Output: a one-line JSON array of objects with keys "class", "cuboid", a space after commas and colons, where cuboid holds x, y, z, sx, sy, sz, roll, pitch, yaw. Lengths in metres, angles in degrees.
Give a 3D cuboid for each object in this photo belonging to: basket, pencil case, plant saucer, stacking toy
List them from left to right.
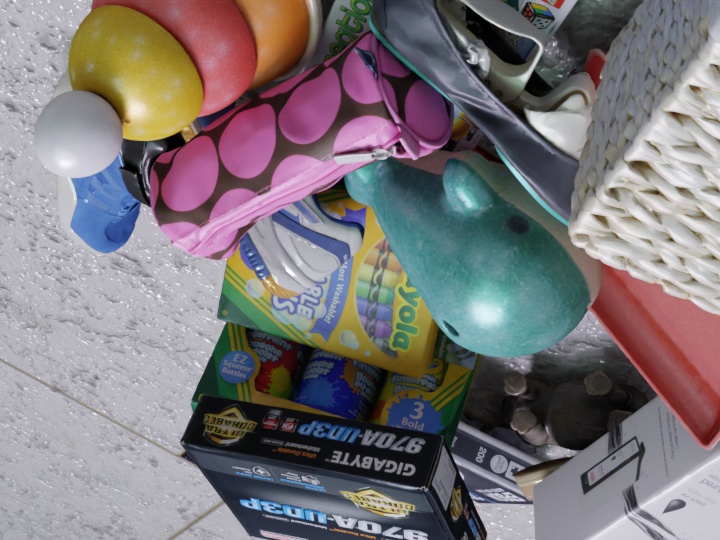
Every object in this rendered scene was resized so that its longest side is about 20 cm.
[{"class": "stacking toy", "cuboid": [-0.129, -0.129, 0.786, 0.146, 0.200, 0.146, 25, 144, 20]}, {"class": "pencil case", "cuboid": [-0.042, -0.071, 0.807, 0.200, 0.094, 0.091, -27, 141, 32]}, {"class": "plant saucer", "cuboid": [0.192, -0.013, 0.801, 0.200, 0.037, 0.200, 54, 157, 23]}, {"class": "basket", "cuboid": [0.226, -0.076, 0.629, 0.198, 0.200, 0.161, 27, 132, -5]}]

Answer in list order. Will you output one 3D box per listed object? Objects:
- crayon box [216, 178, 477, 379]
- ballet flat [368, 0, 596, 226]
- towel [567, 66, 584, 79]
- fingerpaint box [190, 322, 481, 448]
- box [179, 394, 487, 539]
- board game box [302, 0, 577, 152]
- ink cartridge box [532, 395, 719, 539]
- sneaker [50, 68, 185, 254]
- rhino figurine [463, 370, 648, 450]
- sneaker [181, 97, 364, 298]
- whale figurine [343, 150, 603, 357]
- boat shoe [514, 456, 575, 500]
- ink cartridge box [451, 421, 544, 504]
[{"class": "crayon box", "cuboid": [0.000, 0.000, 0.984, 0.199, 0.052, 0.126, 15, 109, 10]}, {"class": "ballet flat", "cuboid": [0.092, -0.103, 0.754, 0.200, 0.073, 0.073, 43, 143, -13]}, {"class": "towel", "cuboid": [0.239, -0.077, 0.807, 0.199, 0.030, 0.147, -2, 139, 33]}, {"class": "fingerpaint box", "cuboid": [-0.012, 0.079, 1.053, 0.199, 0.167, 0.073, 17, 149, 11]}, {"class": "box", "cuboid": [-0.017, 0.165, 0.981, 0.199, 0.046, 0.159, 7, 146, 23]}, {"class": "board game box", "cuboid": [0.044, -0.148, 0.817, 0.126, 0.035, 0.200, 26, 147, -4]}, {"class": "ink cartridge box", "cuboid": [0.241, 0.169, 0.945, 0.146, 0.085, 0.200, 24, 133, -21]}, {"class": "sneaker", "cuboid": [-0.175, -0.067, 1.025, 0.111, 0.077, 0.200, 25, 142, 14]}, {"class": "rhino figurine", "cuboid": [0.154, 0.120, 1.105, 0.199, 0.060, 0.087, -1, 164, 34]}, {"class": "sneaker", "cuboid": [-0.069, -0.084, 0.926, 0.200, 0.088, 0.075, 61, -176, -3]}, {"class": "whale figurine", "cuboid": [0.058, -0.019, 0.853, 0.200, 0.104, 0.159, 33, 160, 16]}, {"class": "boat shoe", "cuboid": [0.220, 0.181, 1.066, 0.199, 0.065, 0.071, 1, 169, -23]}, {"class": "ink cartridge box", "cuboid": [0.103, 0.176, 1.181, 0.199, 0.044, 0.198, 25, 168, -5]}]
